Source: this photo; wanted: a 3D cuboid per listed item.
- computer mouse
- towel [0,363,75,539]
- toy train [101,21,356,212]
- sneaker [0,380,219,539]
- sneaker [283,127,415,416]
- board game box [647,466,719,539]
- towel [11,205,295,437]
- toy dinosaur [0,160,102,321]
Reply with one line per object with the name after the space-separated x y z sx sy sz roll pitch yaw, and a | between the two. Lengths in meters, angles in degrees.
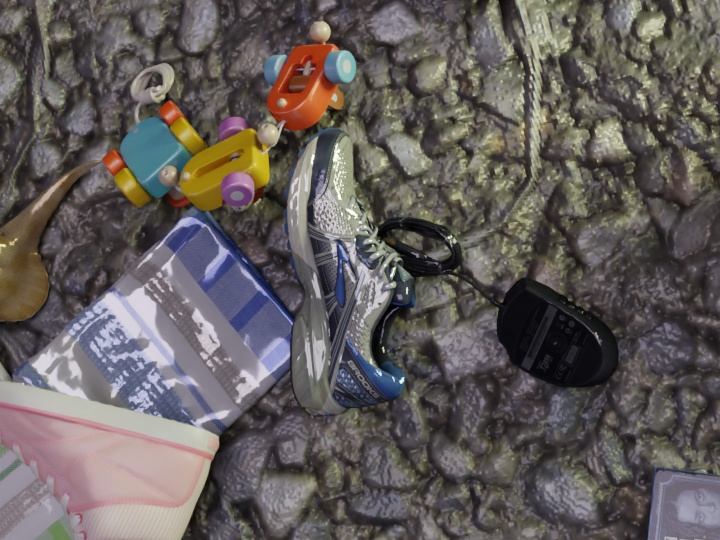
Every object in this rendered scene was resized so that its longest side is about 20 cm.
0.094 0.018 0.931 0.199 0.034 0.059 34 116 20 | computer mouse
-0.291 0.167 0.996 0.149 0.031 0.200 -41 76 6 | towel
-0.093 -0.101 0.961 0.199 0.056 0.151 -1 56 35 | toy train
-0.206 0.141 0.930 0.199 0.075 0.105 13 80 6 | sneaker
0.000 0.000 0.927 0.085 0.077 0.202 -3 91 21 | sneaker
0.248 0.236 0.859 0.134 0.035 0.202 5 84 14 | board game box
-0.149 0.067 0.980 0.200 0.024 0.147 -42 76 4 | towel
-0.280 -0.011 1.010 0.101 0.058 0.201 27 78 -9 | toy dinosaur
